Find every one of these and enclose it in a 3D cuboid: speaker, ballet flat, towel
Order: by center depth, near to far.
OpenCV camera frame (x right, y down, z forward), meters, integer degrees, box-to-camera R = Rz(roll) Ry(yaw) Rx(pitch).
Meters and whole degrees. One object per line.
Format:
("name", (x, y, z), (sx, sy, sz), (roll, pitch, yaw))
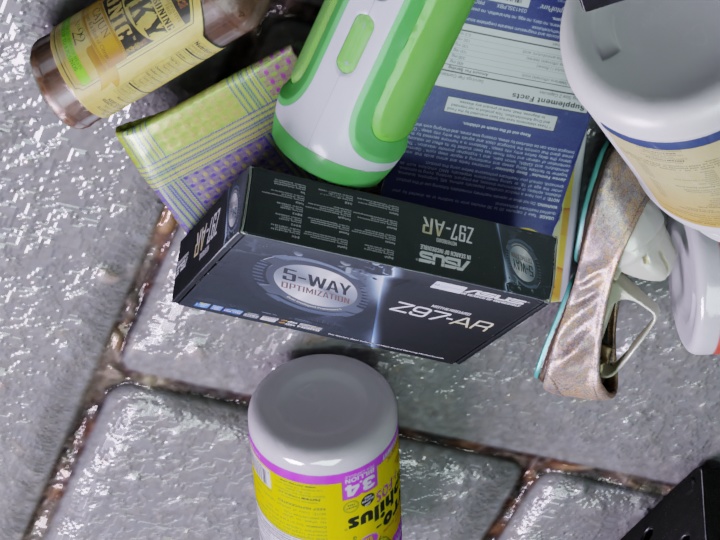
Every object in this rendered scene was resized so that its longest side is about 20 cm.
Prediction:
("speaker", (0.020, -0.150, 1.398), (0.088, 0.089, 0.201), (16, 118, -21))
("towel", (-0.047, -0.051, 1.531), (0.143, 0.023, 0.200), (-26, 129, 17))
("ballet flat", (0.170, 0.002, 1.589), (0.067, 0.068, 0.201), (22, 127, 14))

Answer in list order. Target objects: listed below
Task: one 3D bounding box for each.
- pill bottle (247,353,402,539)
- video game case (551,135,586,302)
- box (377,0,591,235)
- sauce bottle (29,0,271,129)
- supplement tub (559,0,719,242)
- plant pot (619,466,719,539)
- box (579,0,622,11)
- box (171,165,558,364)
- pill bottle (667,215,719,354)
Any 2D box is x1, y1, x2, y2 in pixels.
("pill bottle", (-0.022, 0.161, 1.706), (0.104, 0.105, 0.201), (-5, 134, -2))
("video game case", (0.053, -0.054, 1.570), (0.181, 0.023, 0.201), (-2, 132, -5))
("box", (0.083, -0.103, 1.484), (0.120, 0.032, 0.201), (10, 113, -15))
("sauce bottle", (-0.102, -0.156, 1.428), (0.199, 0.065, 0.065), (-30, 130, 18))
("supplement tub", (0.213, -0.107, 1.432), (0.144, 0.145, 0.200), (-23, 150, 14))
("plant pot", (0.280, 0.267, 1.792), (0.177, 0.201, 0.200), (30, 124, -17))
("box", (0.167, -0.232, 1.294), (0.142, 0.201, 0.036), (-16, 137, 9))
("box", (0.000, 0.000, 1.486), (0.199, 0.044, 0.160), (13, 160, -16))
("pill bottle", (0.308, -0.007, 1.583), (0.199, 0.112, 0.112), (-5, 134, -3))
